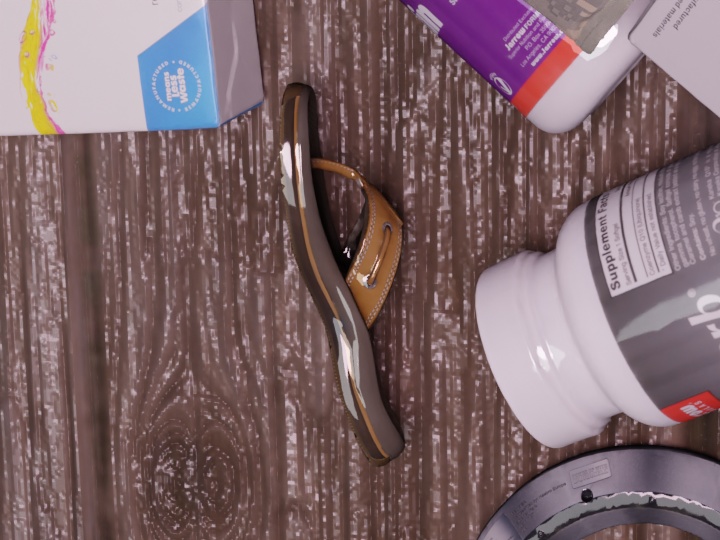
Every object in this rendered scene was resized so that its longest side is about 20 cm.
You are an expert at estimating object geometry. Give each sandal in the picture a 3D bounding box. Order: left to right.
[{"bbox_3d":[0.000,0.000,1.140,0.054,0.082,0.201,-15,99,4],"label":"sandal"}]

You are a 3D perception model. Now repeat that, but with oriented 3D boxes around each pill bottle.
[{"bbox_3d":[0.056,-0.166,1.053,0.200,0.112,0.113,43,113,3],"label":"pill bottle"},{"bbox_3d":[0.163,0.005,1.065,0.199,0.116,0.116,-24,97,23],"label":"pill bottle"}]

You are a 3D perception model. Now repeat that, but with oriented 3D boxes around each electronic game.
[{"bbox_3d":[0.146,0.187,1.162,0.199,0.042,0.201,2,101,10],"label":"electronic game"}]

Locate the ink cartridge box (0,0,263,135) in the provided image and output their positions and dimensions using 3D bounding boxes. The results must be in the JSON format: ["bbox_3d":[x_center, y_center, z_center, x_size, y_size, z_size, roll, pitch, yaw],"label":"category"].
[{"bbox_3d":[-0.157,-0.131,1.156,0.199,0.067,0.117,-1,105,19],"label":"ink cartridge box"}]

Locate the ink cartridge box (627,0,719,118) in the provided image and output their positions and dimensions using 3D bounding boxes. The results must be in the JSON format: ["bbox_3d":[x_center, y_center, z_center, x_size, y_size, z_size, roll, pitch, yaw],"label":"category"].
[{"bbox_3d":[0.238,-0.092,0.971,0.200,0.145,0.084,41,138,6],"label":"ink cartridge box"}]

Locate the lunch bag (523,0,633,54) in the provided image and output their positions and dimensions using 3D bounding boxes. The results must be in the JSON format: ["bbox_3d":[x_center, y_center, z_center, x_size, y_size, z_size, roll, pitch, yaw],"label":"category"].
[{"bbox_3d":[0.102,-0.223,0.961,0.164,0.200,0.118,38,152,2],"label":"lunch bag"}]
